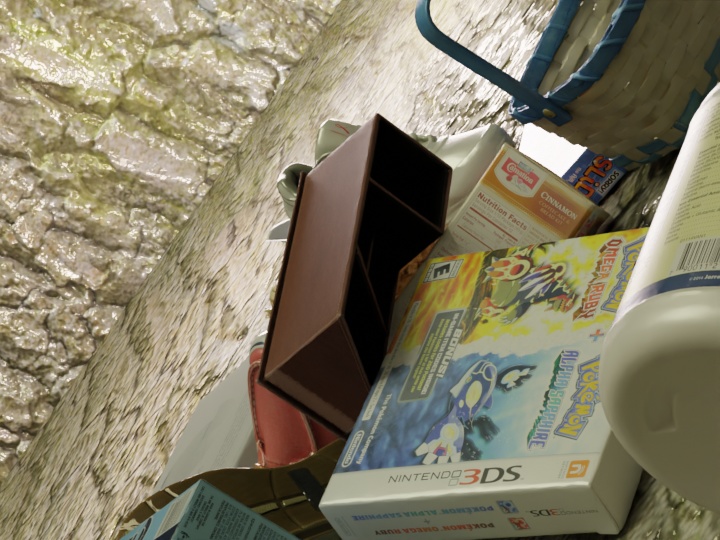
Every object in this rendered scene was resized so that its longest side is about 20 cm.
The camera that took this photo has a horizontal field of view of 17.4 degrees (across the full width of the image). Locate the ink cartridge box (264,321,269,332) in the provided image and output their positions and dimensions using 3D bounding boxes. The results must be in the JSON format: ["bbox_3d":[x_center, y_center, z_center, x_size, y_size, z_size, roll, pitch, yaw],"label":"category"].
[{"bbox_3d":[-0.024,0.063,1.914,0.147,0.083,0.200,-45,15,41],"label":"ink cartridge box"}]

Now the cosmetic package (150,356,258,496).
[{"bbox_3d":[-0.062,0.157,1.709,0.200,0.123,0.199,-45,16,50],"label":"cosmetic package"}]

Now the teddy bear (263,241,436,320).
[{"bbox_3d":[0.025,0.010,1.752,0.145,0.200,0.067,92,162,-60],"label":"teddy bear"}]

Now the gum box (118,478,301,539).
[{"bbox_3d":[-0.045,0.204,1.300,0.170,0.200,0.045,-40,21,56],"label":"gum box"}]

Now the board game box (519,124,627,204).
[{"bbox_3d":[0.161,-0.100,1.719,0.135,0.034,0.200,-50,13,33],"label":"board game box"}]

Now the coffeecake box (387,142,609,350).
[{"bbox_3d":[0.074,0.021,1.540,0.200,0.073,0.154,-55,-9,5],"label":"coffeecake box"}]

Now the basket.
[{"bbox_3d":[0.147,-0.170,1.545,0.176,0.200,0.139,-59,17,-24],"label":"basket"}]

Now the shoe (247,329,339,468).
[{"bbox_3d":[-0.041,0.141,1.470,0.071,0.200,0.091,2,30,45],"label":"shoe"}]

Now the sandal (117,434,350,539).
[{"bbox_3d":[-0.043,0.150,1.393,0.080,0.200,0.054,-127,25,-49],"label":"sandal"}]

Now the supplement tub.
[{"bbox_3d":[0.197,-0.004,1.017,0.145,0.145,0.200,-41,19,53],"label":"supplement tub"}]

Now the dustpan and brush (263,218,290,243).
[{"bbox_3d":[0.038,-0.050,1.867,0.140,0.200,0.057,-4,86,45],"label":"dustpan and brush"}]

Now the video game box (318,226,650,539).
[{"bbox_3d":[0.089,0.066,1.338,0.182,0.047,0.200,-7,42,34],"label":"video game box"}]

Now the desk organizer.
[{"bbox_3d":[0.000,0.000,1.447,0.077,0.072,0.200,-40,25,34],"label":"desk organizer"}]

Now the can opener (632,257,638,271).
[{"bbox_3d":[0.203,-0.008,1.213,0.079,0.063,0.200,-59,11,-17],"label":"can opener"}]

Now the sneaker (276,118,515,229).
[{"bbox_3d":[0.015,-0.066,1.617,0.200,0.099,0.078,-24,18,37],"label":"sneaker"}]
